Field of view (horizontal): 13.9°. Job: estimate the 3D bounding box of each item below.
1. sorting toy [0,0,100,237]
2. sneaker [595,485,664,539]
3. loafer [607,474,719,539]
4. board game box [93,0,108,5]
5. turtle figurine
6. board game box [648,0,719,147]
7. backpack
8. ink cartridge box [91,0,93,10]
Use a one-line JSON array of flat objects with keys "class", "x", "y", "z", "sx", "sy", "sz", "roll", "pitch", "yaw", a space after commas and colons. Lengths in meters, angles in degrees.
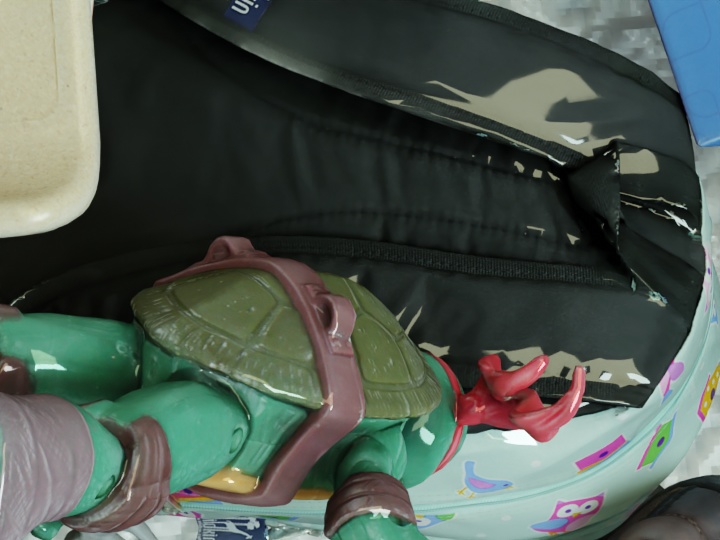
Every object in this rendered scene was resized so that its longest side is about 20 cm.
[{"class": "sorting toy", "x": -0.155, "y": -0.100, "z": 0.683, "sx": 0.184, "sy": 0.036, "sz": 0.201, "roll": -4, "pitch": 83, "yaw": 5}, {"class": "sneaker", "x": 0.101, "y": 0.111, "z": 0.841, "sx": 0.200, "sy": 0.091, "sz": 0.076, "roll": 42, "pitch": 73, "yaw": 1}, {"class": "loafer", "x": 0.041, "y": 0.137, "z": 0.793, "sx": 0.072, "sy": 0.063, "sz": 0.201, "roll": 41, "pitch": 107, "yaw": 25}, {"class": "board game box", "x": -0.134, "y": -0.157, "z": 0.817, "sx": 0.028, "sy": 0.135, "sz": 0.201, "roll": 8, "pitch": 73, "yaw": -53}, {"class": "turtle figurine", "x": -0.034, "y": 0.043, "z": 0.675, "sx": 0.199, "sy": 0.149, "sz": 0.101, "roll": 12, "pitch": 92, "yaw": -45}, {"class": "board game box", "x": 0.126, "y": -0.115, "z": 0.848, "sx": 0.045, "sy": 0.200, "sz": 0.153, "roll": -21, "pitch": 83, "yaw": 28}, {"class": "backpack", "x": 0.000, "y": 0.000, "z": 0.805, "sx": 0.199, "sy": 0.127, "sz": 0.168, "roll": 6, "pitch": 70, "yaw": 10}, {"class": "ink cartridge box", "x": -0.165, "y": -0.118, "z": 0.732, "sx": 0.199, "sy": 0.067, "sz": 0.117, "roll": 5, "pitch": 88, "yaw": 7}]
